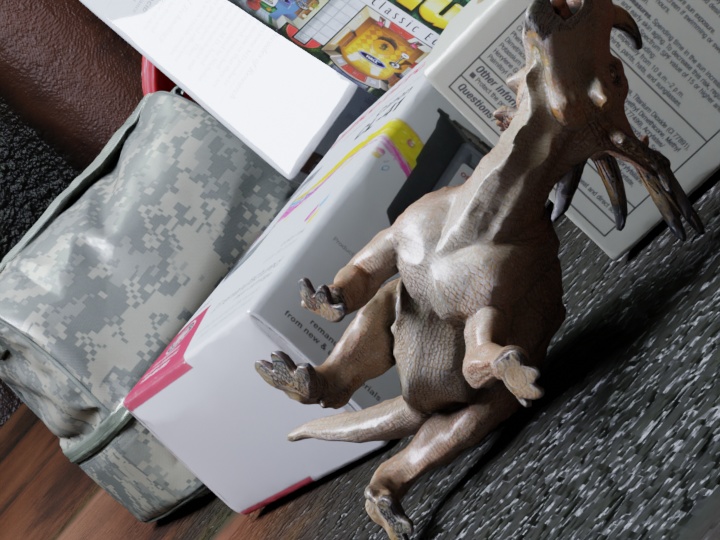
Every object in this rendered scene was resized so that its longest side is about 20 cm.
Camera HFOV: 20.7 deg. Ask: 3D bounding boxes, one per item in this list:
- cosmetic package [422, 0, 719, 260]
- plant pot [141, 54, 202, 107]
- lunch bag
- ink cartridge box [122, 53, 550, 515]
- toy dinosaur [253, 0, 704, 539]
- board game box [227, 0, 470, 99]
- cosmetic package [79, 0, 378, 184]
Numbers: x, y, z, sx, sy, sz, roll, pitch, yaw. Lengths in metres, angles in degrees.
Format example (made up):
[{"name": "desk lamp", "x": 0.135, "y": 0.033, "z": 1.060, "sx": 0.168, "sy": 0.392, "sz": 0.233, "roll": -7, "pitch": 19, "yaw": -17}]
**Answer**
[{"name": "cosmetic package", "x": 0.127, "y": -0.112, "z": 0.696, "sx": 0.200, "sy": 0.105, "sz": 0.071, "roll": -43, "pitch": 9, "yaw": 22}, {"name": "plant pot", "x": -0.028, "y": -0.151, "z": 1.366, "sx": 0.200, "sy": 0.200, "sz": 0.183, "roll": -42, "pitch": 7, "yaw": 35}, {"name": "lunch bag", "x": -0.110, "y": 0.014, "z": 1.106, "sx": 0.200, "sy": 0.168, "sz": 0.139, "roll": -50, "pitch": 9, "yaw": -24}, {"name": "ink cartridge box", "x": 0.000, "y": 0.000, "z": 0.896, "sx": 0.200, "sy": 0.086, "sz": 0.147, "roll": -55, "pitch": 10, "yaw": -33}, {"name": "toy dinosaur", "x": 0.044, "y": 0.007, "z": 0.665, "sx": 0.135, "sy": 0.086, "sz": 0.200, "roll": -40, "pitch": -14, "yaw": -38}, {"name": "board game box", "x": 0.023, "y": -0.118, "z": 0.929, "sx": 0.105, "sy": 0.199, "sz": 0.024, "roll": -39, "pitch": 25, "yaw": 51}, {"name": "cosmetic package", "x": -0.065, "y": -0.126, "z": 1.126, "sx": 0.074, "sy": 0.200, "sz": 0.102, "roll": -55, "pitch": -25, "yaw": 9}]
